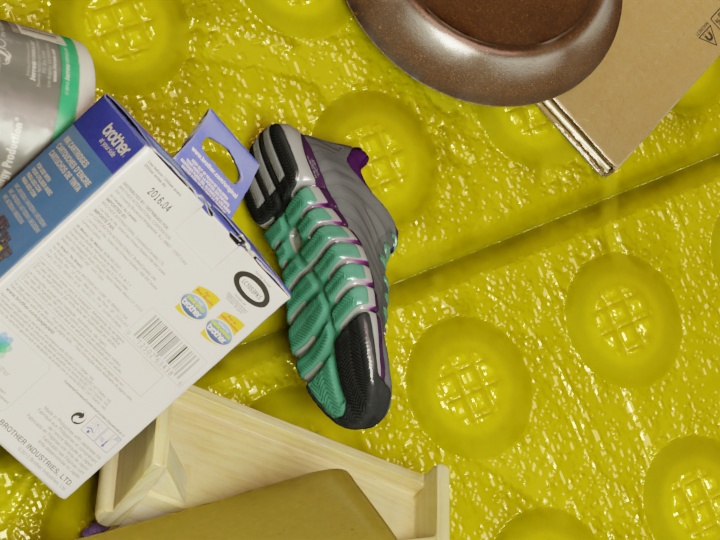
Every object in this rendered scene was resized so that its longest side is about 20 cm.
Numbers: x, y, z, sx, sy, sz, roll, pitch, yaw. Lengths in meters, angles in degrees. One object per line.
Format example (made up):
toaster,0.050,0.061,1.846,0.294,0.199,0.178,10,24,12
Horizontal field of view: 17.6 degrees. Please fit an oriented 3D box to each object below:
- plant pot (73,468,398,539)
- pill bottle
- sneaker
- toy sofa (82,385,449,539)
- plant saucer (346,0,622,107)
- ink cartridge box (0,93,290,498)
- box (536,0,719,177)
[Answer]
plant pot,-0.046,0.238,1.168,0.194,0.200,0.196,-15,105,-17
pill bottle,-0.253,-0.093,1.245,0.200,0.113,0.113,13,71,-24
sneaker,0.000,0.000,1.358,0.087,0.074,0.200,3,57,-36
toy sofa,-0.054,0.135,1.319,0.200,0.098,0.083,23,43,-21
plant saucer,0.081,-0.201,1.477,0.200,0.032,0.201,7,68,-18
ink cartridge box,-0.133,0.005,1.230,0.200,0.076,0.136,-41,128,1
box,0.168,-0.185,1.541,0.164,0.021,0.200,47,62,-6
